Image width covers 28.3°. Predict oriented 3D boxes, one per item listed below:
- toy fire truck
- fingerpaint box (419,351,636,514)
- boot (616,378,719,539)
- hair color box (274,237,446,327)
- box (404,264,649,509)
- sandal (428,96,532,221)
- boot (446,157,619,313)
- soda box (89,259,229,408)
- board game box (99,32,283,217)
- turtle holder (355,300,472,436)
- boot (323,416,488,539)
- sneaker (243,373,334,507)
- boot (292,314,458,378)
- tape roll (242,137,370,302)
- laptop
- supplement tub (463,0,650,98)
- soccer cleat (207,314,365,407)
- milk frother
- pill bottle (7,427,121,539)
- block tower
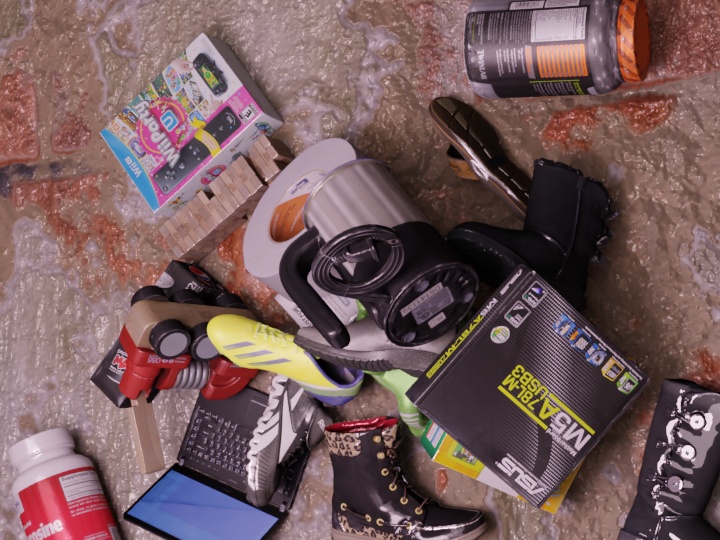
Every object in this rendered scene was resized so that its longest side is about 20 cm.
[{"bbox_3d":[-0.221,0.140,1.785,0.129,0.176,0.200,52,125,44],"label":"toy fire truck"},{"bbox_3d":[0.188,0.149,1.623,0.167,0.073,0.200,24,96,-15],"label":"fingerpaint box"},{"bbox_3d":[0.389,0.234,1.583,0.165,0.066,0.200,18,88,22],"label":"boot"},{"bbox_3d":[0.000,0.000,1.766,0.200,0.061,0.099,-47,70,12],"label":"hair color box"},{"bbox_3d":[0.183,0.127,1.552,0.200,0.048,0.193,42,88,-19],"label":"box"},{"bbox_3d":[0.144,-0.128,1.721,0.200,0.082,0.055,50,126,12],"label":"sandal"},{"bbox_3d":[0.196,-0.053,1.611,0.073,0.198,0.163,-26,41,58],"label":"boot"},{"bbox_3d":[-0.263,0.085,1.863,0.063,0.071,0.200,40,100,24],"label":"soda box"},{"bbox_3d":[-0.223,-0.188,1.878,0.200,0.064,0.148,-42,71,15],"label":"board game box"},{"bbox_3d":[0.078,0.088,1.686,0.141,0.132,0.186,-31,75,16],"label":"turtle holder"},{"bbox_3d":[0.047,0.253,1.699,0.200,0.073,0.151,-4,100,29],"label":"boot"},{"bbox_3d":[-0.081,0.198,1.753,0.090,0.066,0.200,9,63,17],"label":"sneaker"},{"bbox_3d":[0.029,0.048,1.615,0.200,0.068,0.131,7,76,22],"label":"boot"},{"bbox_3d":[-0.054,-0.061,1.732,0.200,0.066,0.200,-35,35,29],"label":"tape roll"},{"bbox_3d":[-0.174,0.247,1.793,0.177,0.103,0.200,20,93,23],"label":"laptop"},{"bbox_3d":[0.229,-0.264,1.661,0.200,0.123,0.123,1,85,22],"label":"supplement tub"},{"bbox_3d":[-0.085,0.096,1.709,0.200,0.065,0.084,27,140,-12],"label":"soccer cleat"},{"bbox_3d":[0.004,-0.037,1.505,0.180,0.200,0.188,-24,51,-18],"label":"milk frother"},{"bbox_3d":[-0.389,0.314,1.872,0.112,0.112,0.200,-29,74,18],"label":"pill bottle"},{"bbox_3d":[-0.172,-0.089,1.850,0.200,0.058,0.054,-41,70,15],"label":"block tower"}]
